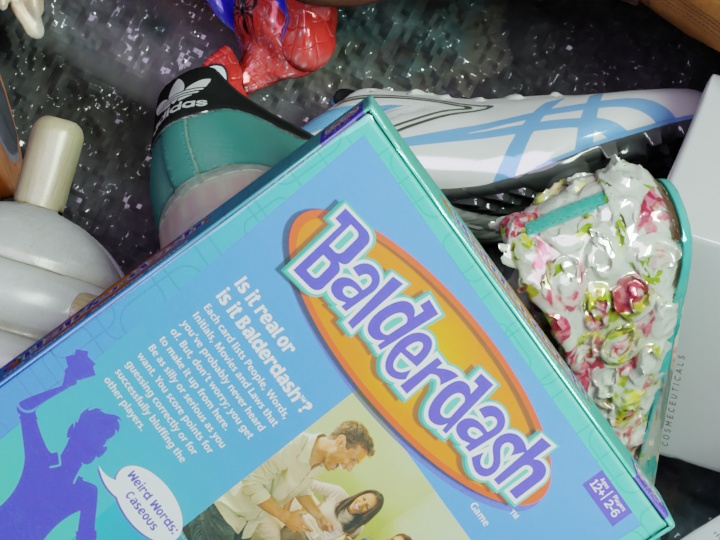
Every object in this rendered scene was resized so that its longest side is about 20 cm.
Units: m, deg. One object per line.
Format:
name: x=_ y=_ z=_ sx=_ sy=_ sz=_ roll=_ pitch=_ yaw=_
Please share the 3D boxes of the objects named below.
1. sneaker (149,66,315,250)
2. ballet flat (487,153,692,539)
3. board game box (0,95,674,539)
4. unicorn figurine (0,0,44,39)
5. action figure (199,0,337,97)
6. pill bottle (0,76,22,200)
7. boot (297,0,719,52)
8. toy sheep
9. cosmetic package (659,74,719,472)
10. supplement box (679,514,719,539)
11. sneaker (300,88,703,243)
sneaker: x=0.000 y=0.000 z=0.945 sx=0.071 sy=0.200 sz=0.080 roll=-28 pitch=50 yaw=18
ballet flat: x=0.064 y=0.048 z=0.917 sx=0.063 sy=0.201 sz=0.076 roll=-10 pitch=39 yaw=-12
board game box: x=-0.032 y=0.069 z=0.838 sx=0.199 sy=0.045 sz=0.152 roll=-35 pitch=96 yaw=5
unicorn figurine: x=-0.169 y=-0.184 z=1.079 sx=0.200 sy=0.074 sz=0.138 roll=39 pitch=83 yaw=-2
action figure: x=-0.022 y=-0.149 z=1.033 sx=0.099 sy=0.065 sz=0.201 roll=34 pitch=79 yaw=-24
pill bottle: x=-0.223 y=-0.033 z=1.017 sx=0.199 sy=0.106 sz=0.107 roll=-17 pitch=72 yaw=3
boot: x=0.090 y=-0.093 z=0.961 sx=0.188 sy=0.069 sz=0.200 roll=-18 pitch=44 yaw=-42
toy sheep: x=-0.118 y=0.049 z=0.921 sx=0.137 sy=0.138 sz=0.201 roll=14 pitch=80 yaw=11
cosmetic package: x=0.192 y=0.022 z=0.936 sx=0.199 sy=0.108 sz=0.085 roll=14 pitch=45 yaw=12
supplement box: x=0.121 y=0.151 z=0.887 sx=0.199 sy=0.101 sz=0.104 roll=-33 pitch=40 yaw=7
sneaker: x=0.031 y=-0.040 z=1.007 sx=0.199 sy=0.072 sz=0.073 roll=-12 pitch=65 yaw=1
